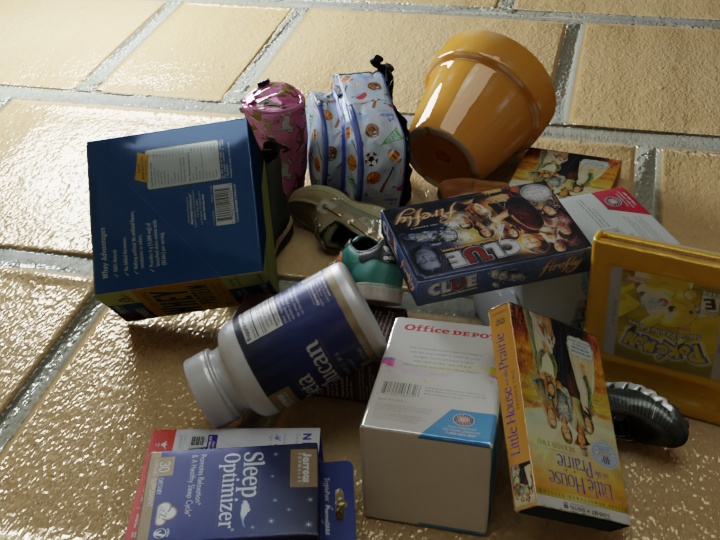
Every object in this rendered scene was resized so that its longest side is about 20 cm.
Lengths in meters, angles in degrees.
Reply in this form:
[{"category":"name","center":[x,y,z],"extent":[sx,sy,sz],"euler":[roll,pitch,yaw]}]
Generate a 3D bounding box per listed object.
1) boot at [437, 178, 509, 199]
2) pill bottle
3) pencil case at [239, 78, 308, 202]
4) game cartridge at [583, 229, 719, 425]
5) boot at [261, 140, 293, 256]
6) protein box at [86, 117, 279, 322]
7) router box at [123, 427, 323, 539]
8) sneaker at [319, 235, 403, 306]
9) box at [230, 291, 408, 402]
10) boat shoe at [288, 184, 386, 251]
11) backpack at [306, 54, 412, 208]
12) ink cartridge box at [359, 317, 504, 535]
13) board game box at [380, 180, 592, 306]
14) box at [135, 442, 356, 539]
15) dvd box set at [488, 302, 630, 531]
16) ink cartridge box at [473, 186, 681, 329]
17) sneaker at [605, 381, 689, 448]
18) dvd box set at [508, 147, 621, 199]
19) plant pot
[{"category":"boot","center":[0.193,-0.081,1.421],"extent":[0.187,0.069,0.200],"euler":[-4,14,8]},{"category":"pill bottle","center":[-0.081,0.085,1.126],"extent":[0.199,0.111,0.111],"euler":[-29,37,2]},{"category":"pencil case","center":[-0.121,-0.168,1.507],"extent":[0.086,0.200,0.083],"euler":[31,52,26]},{"category":"game cartridge","center":[0.325,0.064,1.133],"extent":[0.176,0.201,0.032],"euler":[13,35,23]},{"category":"boot","center":[-0.145,-0.067,1.411],"extent":[0.077,0.139,0.200],"euler":[3,36,8]},{"category":"protein box","center":[-0.216,-0.059,1.311],"extent":[0.199,0.135,0.199],"euler":[-8,74,2]},{"category":"router box","center":[-0.131,0.239,1.044],"extent":[0.179,0.049,0.200],"euler":[-2,34,2]},{"category":"sneaker","center":[0.000,0.000,1.293],"extent":[0.071,0.080,0.200],"euler":[11,-5,-26]},{"category":"box","center":[-0.051,0.089,1.237],"extent":[0.199,0.075,0.100],"euler":[7,36,12]},{"category":"boat shoe","center":[-0.033,-0.063,1.458],"extent":[0.199,0.072,0.065],"euler":[20,53,36]},{"category":"backpack","center":[0.000,-0.173,1.521],"extent":[0.153,0.201,0.191],"euler":[-14,43,-13]},{"category":"ink cartridge box","center":[0.084,0.146,1.096],"extent":[0.128,0.126,0.200],"euler":[6,36,13]},{"category":"board game box","center":[0.136,-0.033,1.177],"extent":[0.199,0.035,0.136],"euler":[-11,40,-11]},{"category":"box","center":[-0.105,0.216,1.004],"extent":[0.199,0.033,0.121],"euler":[-2,34,-1]},{"category":"dvd box set","center":[0.192,0.142,1.030],"extent":[0.146,0.029,0.201],"euler":[21,53,-38]},{"category":"ink cartridge box","center":[0.248,0.010,1.264],"extent":[0.199,0.145,0.145],"euler":[-11,36,-12]},{"category":"sneaker","center":[0.245,0.154,1.133],"extent":[0.200,0.067,0.090],"euler":[22,47,34]},{"category":"dvd box set","center":[0.287,-0.113,1.543],"extent":[0.146,0.030,0.200],"euler":[11,37,20]},{"category":"plant pot","center":[0.163,-0.221,1.587],"extent":[0.200,0.201,0.183],"euler":[18,55,27]}]
